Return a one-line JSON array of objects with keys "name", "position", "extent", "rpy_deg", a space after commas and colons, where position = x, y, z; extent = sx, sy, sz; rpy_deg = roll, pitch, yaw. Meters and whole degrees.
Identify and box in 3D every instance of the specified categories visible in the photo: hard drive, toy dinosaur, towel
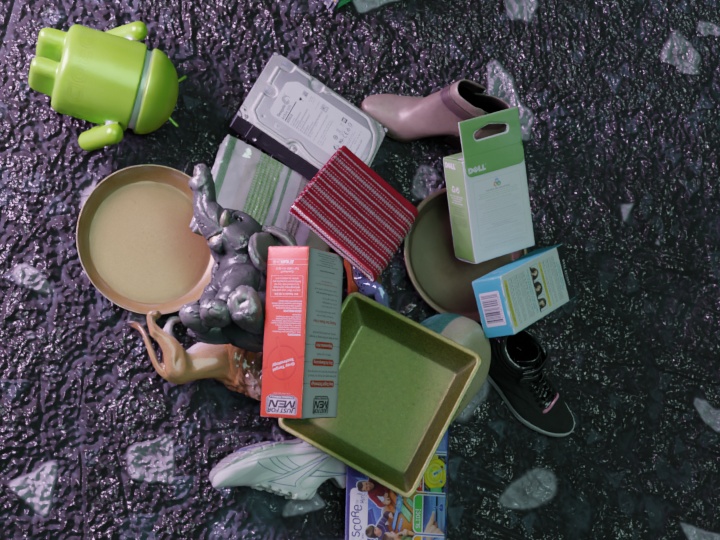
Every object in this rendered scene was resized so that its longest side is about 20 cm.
[{"name": "hard drive", "position": [-0.069, -0.200, 1.560], "extent": [0.199, 0.038, 0.141], "rpy_deg": [33, 53, -9]}, {"name": "toy dinosaur", "position": [0.000, 0.000, 1.519], "extent": [0.200, 0.105, 0.182], "rpy_deg": [-42, 78, -6]}, {"name": "towel", "position": [-0.005, -0.077, 1.453], "extent": [0.144, 0.023, 0.200], "rpy_deg": [40, 34, -4]}, {"name": "towel", "position": [-0.125, -0.077, 1.522], "extent": [0.198, 0.031, 0.151], "rpy_deg": [27, 67, -23]}]

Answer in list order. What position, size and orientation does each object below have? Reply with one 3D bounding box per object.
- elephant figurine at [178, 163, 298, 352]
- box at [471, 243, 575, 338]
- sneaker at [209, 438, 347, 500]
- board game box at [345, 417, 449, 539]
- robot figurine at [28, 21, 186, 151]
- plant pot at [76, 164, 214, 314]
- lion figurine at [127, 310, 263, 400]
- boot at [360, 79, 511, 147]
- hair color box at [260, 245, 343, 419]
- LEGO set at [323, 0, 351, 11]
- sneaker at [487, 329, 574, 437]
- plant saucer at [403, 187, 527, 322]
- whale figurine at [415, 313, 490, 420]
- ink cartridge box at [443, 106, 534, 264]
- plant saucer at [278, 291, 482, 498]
[{"name": "elephant figurine", "position": [-0.147, -0.011, 1.404], "extent": [0.139, 0.156, 0.203], "rpy_deg": [2, 62, 8]}, {"name": "box", "position": [0.233, 0.027, 1.571], "extent": [0.199, 0.049, 0.084], "rpy_deg": [-22, 99, -52]}, {"name": "sneaker", "position": [-0.098, 0.260, 1.445], "extent": [0.197, 0.074, 0.089], "rpy_deg": [-8, 85, -21]}, {"name": "board game box", "position": [0.047, 0.293, 1.449], "extent": [0.133, 0.034, 0.204], "rpy_deg": [2, 92, 10]}, {"name": "robot figurine", "position": [-0.327, -0.248, 1.454], "extent": [0.197, 0.116, 0.178], "rpy_deg": [14, 68, -16]}, {"name": "plant pot", "position": [-0.276, -0.039, 1.473], "extent": [0.197, 0.027, 0.203], "rpy_deg": [4, 77, -19]}, {"name": "lion figurine", "position": [-0.199, 0.114, 1.445], "extent": [0.197, 0.072, 0.124], "rpy_deg": [-4, 77, -14]}, {"name": "boot", "position": [0.114, -0.232, 1.592], "extent": [0.197, 0.146, 0.071], "rpy_deg": [13, 72, -17]}, {"name": "hair color box", "position": [-0.070, 0.077, 1.356], "extent": [0.060, 0.101, 0.203], "rpy_deg": [-1, 84, 24]}, {"name": "LEGO set", "position": [-0.003, -0.481, 1.623], "extent": [0.198, 0.116, 0.155], "rpy_deg": [-24, 86, -23]}, {"name": "sneaker", "position": [0.244, 0.159, 1.574], "extent": [0.200, 0.099, 0.071], "rpy_deg": [46, 66, -6]}, {"name": "plant saucer", "position": [0.150, -0.022, 1.621], "extent": [0.197, 0.029, 0.203], "rpy_deg": [5, 75, -19]}, {"name": "whale figurine", "position": [0.097, 0.153, 1.525], "extent": [0.159, 0.103, 0.202], "rpy_deg": [36, 78, -55]}, {"name": "ink cartridge box", "position": [0.177, -0.122, 1.567], "extent": [0.103, 0.059, 0.203], "rpy_deg": [-16, 108, -22]}, {"name": "plant saucer", "position": [0.027, 0.159, 1.420], "extent": [0.198, 0.048, 0.201], "rpy_deg": [26, 76, 17]}]
